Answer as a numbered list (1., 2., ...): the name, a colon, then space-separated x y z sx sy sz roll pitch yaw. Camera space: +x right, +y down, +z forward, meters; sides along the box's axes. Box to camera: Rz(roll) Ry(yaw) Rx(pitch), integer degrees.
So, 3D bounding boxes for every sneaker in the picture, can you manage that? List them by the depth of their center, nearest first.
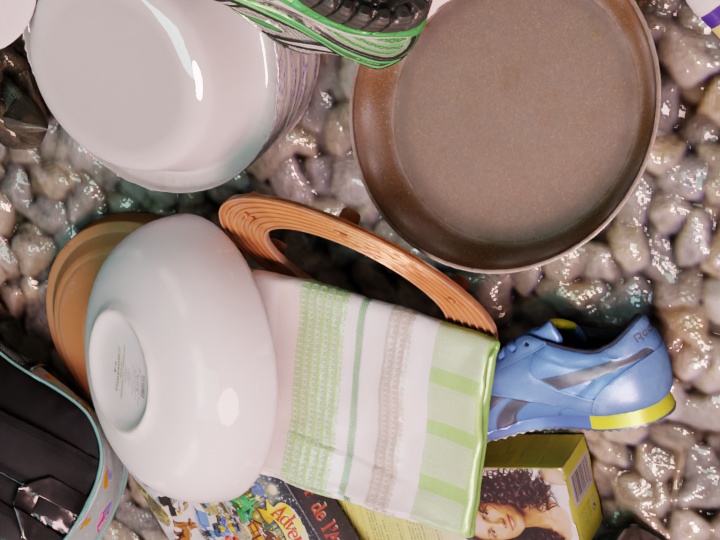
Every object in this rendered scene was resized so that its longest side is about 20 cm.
1. sneaker: -0.058 -0.167 0.985 0.199 0.078 0.085 23 151 6
2. sneaker: 0.109 0.067 1.104 0.199 0.066 0.079 -10 109 30

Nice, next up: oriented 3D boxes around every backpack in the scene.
1. backpack: -0.281 0.154 1.285 0.199 0.176 0.153 26 166 20

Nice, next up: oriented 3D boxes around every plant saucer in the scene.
1. plant saucer: 0.087 -0.098 0.997 0.199 0.032 0.202 -1 88 28
2. plant saucer: -0.154 0.053 1.258 0.199 0.032 0.201 13 121 22

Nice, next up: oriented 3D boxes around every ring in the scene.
1. ring: 0.000 0.000 1.085 0.199 0.019 0.201 24 163 8

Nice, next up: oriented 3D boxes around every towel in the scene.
1. towel: -0.009 0.087 1.106 0.199 0.031 0.150 15 114 26

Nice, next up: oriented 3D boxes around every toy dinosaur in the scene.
1. toy dinosaur: -0.252 -0.125 1.164 0.199 0.077 0.103 20 147 40

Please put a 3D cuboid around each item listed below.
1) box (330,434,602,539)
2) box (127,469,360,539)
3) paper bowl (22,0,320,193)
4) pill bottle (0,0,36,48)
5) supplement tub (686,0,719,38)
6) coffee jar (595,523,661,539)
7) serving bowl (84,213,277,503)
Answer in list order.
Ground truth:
1. box: 0.066 0.157 1.186 0.199 0.050 0.076 -4 114 31
2. box: -0.082 0.182 1.226 0.136 0.038 0.201 -33 88 39
3. paper bowl: -0.135 -0.147 1.090 0.200 0.104 0.202 14 123 22
4. pill bottle: -0.302 -0.193 1.095 0.199 0.109 0.110 16 125 42
5. supplement tub: 0.279 -0.124 0.850 0.200 0.145 0.145 46 128 -2
6. coffee jar: 0.136 0.263 1.174 0.085 0.104 0.200 47 129 -5
7. serving bowl: -0.136 0.064 1.135 0.200 0.065 0.202 15 109 51
